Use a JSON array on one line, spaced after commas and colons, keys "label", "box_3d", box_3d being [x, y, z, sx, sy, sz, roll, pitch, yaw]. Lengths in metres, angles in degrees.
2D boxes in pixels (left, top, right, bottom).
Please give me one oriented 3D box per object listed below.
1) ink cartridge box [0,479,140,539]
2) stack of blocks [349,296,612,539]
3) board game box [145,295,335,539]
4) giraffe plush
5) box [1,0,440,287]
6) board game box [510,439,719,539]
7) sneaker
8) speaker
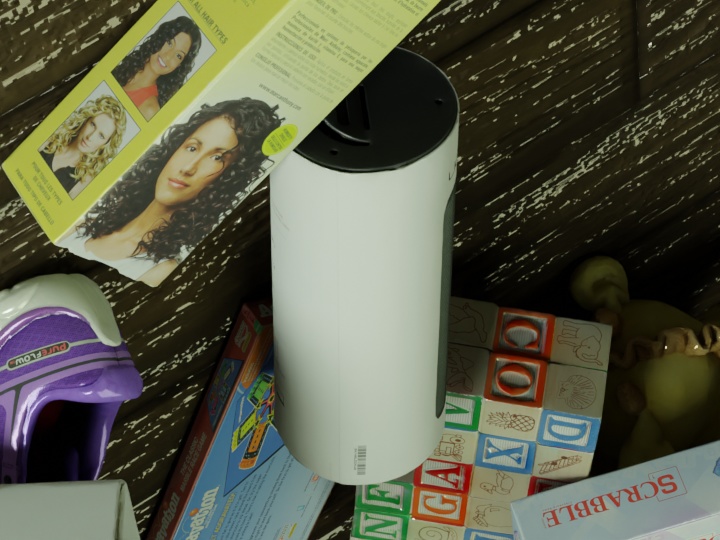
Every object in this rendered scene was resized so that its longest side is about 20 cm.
[{"label": "ink cartridge box", "box_3d": [-0.183, 0.161, 0.991, 0.199, 0.084, 0.146, -2, 140, 3]}, {"label": "stack of blocks", "box_3d": [0.057, 0.099, 1.229, 0.115, 0.059, 0.200, 9, 143, 3]}, {"label": "board game box", "box_3d": [-0.042, 0.082, 1.198, 0.103, 0.019, 0.200, -14, 143, -38]}, {"label": "giraffe plush", "box_3d": [0.174, 0.072, 1.295, 0.162, 0.173, 0.201, 1, 125, -37]}, {"label": "box", "box_3d": [-0.043, -0.085, 0.938, 0.200, 0.050, 0.075, -46, 149, 13]}, {"label": "board game box", "box_3d": [0.179, 0.155, 1.238, 0.199, 0.041, 0.200, -16, 145, -5]}, {"label": "sneaker", "box_3d": [-0.161, 0.093, 1.023, 0.080, 0.084, 0.200, 1, 133, -47]}, {"label": "speaker", "box_3d": [0.000, 0.000, 1.049, 0.081, 0.081, 0.201, -24, 140, -22]}]
